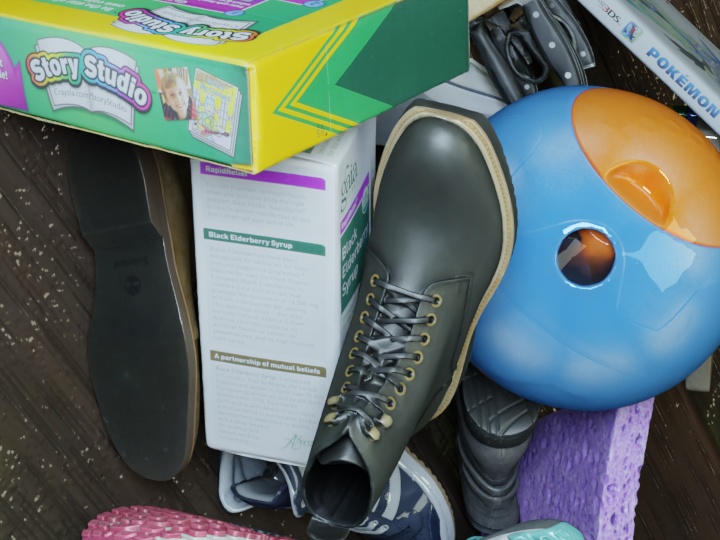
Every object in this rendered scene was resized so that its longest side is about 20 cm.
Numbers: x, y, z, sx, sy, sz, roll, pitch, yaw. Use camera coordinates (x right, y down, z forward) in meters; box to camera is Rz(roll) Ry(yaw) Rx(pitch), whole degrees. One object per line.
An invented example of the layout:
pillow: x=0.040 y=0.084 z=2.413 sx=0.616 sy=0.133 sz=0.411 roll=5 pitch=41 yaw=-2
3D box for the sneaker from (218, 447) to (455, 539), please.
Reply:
sneaker: x=-0.017 y=0.140 z=1.019 sx=0.200 sy=0.070 sz=0.109 roll=58 pitch=46 yaw=-26

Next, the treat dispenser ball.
treat dispenser ball: x=0.138 y=-0.013 z=1.005 sx=0.201 sy=0.201 sz=0.201 roll=-5 pitch=97 yaw=-50

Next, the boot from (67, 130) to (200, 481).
boot: x=-0.108 y=0.015 z=0.908 sx=0.075 sy=0.074 sz=0.200 roll=-16 pitch=103 yaw=-59

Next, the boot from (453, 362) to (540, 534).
boot: x=0.086 y=0.074 z=1.145 sx=0.132 sy=0.070 sz=0.200 roll=91 pitch=4 yaw=-49

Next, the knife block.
knife block: x=0.077 y=-0.199 z=1.050 sx=0.200 sy=0.064 sz=0.176 roll=42 pitch=25 yaw=-44

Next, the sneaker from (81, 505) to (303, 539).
sneaker: x=-0.081 y=0.182 z=0.940 sx=0.200 sy=0.081 sz=0.075 roll=25 pitch=75 yaw=-49

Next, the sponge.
sponge: x=0.136 y=0.153 z=1.119 sx=0.030 sy=0.200 sz=0.112 roll=16 pitch=71 yaw=-15

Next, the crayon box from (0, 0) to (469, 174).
crayon box: x=-0.074 y=-0.118 z=0.827 sx=0.173 sy=0.200 sz=0.058 roll=-31 pitch=127 yaw=-45

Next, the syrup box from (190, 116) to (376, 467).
syrup box: x=-0.039 y=0.004 z=0.884 sx=0.079 sy=0.081 sz=0.200 roll=-66 pitch=161 yaw=-54

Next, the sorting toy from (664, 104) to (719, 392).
sorting toy: x=0.247 y=-0.032 z=1.278 sx=0.200 sy=0.070 sz=0.199 roll=-50 pitch=141 yaw=-69

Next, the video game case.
video game case: x=0.228 y=-0.168 z=1.196 sx=0.182 sy=0.022 sz=0.200 roll=43 pitch=21 yaw=-4

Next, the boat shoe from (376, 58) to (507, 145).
boat shoe: x=0.026 y=-0.126 z=1.060 sx=0.200 sy=0.072 sz=0.066 roll=12 pitch=49 yaw=-35

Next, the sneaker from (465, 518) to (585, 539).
sneaker: x=0.082 y=0.204 z=1.083 sx=0.078 sy=0.200 sz=0.091 roll=40 pitch=42 yaw=-8

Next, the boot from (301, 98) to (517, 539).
boot: x=0.020 y=0.029 z=0.816 sx=0.138 sy=0.077 sz=0.200 roll=-55 pitch=154 yaw=-50
